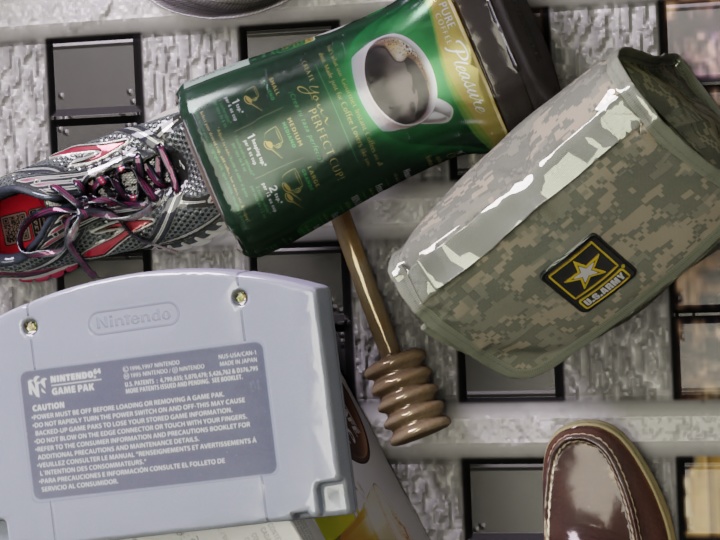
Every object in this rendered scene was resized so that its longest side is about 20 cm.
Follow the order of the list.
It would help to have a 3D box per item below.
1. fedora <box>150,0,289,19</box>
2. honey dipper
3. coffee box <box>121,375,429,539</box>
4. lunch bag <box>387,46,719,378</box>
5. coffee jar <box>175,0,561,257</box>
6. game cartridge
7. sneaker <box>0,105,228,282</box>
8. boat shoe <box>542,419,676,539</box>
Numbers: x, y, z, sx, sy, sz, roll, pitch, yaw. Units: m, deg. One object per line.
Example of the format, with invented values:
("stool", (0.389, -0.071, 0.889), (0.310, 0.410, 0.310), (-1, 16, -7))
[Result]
("fedora", (-0.097, -0.237, 1.604), (0.176, 0.090, 0.201), (-35, 81, 18))
("honey dipper", (0.000, 0.000, 1.615), (0.038, 0.038, 0.201), (-24, 81, 19))
("coffee box", (-0.089, 0.163, 1.566), (0.199, 0.198, 0.200), (-31, 81, 17))
("lunch bag", (0.113, -0.029, 1.481), (0.164, 0.200, 0.118), (-39, 80, 17))
("coffee jar", (0.007, -0.091, 1.556), (0.199, 0.085, 0.105), (-23, 85, 3))
("game cartridge", (-0.103, 0.068, 1.446), (0.199, 0.042, 0.134), (-7, 84, 19))
("sneaker", (-0.146, -0.038, 1.642), (0.199, 0.075, 0.081), (-23, 84, 19))
("boat shoe", (0.133, 0.183, 1.552), (0.072, 0.072, 0.201), (-6, 91, 20))
